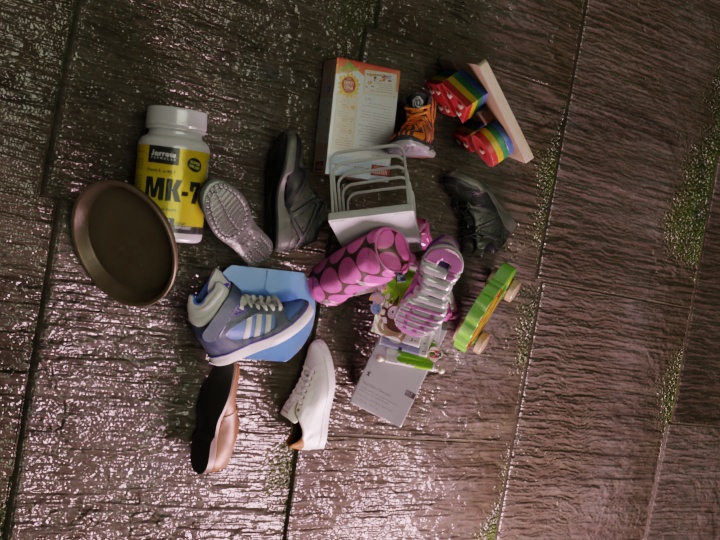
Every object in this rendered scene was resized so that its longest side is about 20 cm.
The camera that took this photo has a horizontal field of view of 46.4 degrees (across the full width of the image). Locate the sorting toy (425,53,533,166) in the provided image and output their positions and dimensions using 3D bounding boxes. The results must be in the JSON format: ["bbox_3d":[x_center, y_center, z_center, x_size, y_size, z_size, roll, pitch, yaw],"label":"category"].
[{"bbox_3d":[0.208,-0.287,1.544,0.069,0.199,0.202,-33,112,-4],"label":"sorting toy"}]

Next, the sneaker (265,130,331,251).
[{"bbox_3d":[-0.102,-0.137,1.445,0.112,0.076,0.204,-5,102,-30],"label":"sneaker"}]

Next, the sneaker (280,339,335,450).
[{"bbox_3d":[-0.097,0.226,1.503,0.083,0.072,0.204,0,98,-31],"label":"sneaker"}]

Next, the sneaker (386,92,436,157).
[{"bbox_3d":[0.091,-0.263,1.502,0.076,0.200,0.115,2,95,11],"label":"sneaker"}]

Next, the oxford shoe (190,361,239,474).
[{"bbox_3d":[-0.236,0.245,1.440,0.071,0.071,0.204,8,99,-47],"label":"oxford shoe"}]

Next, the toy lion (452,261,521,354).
[{"bbox_3d":[0.239,0.069,1.608,0.068,0.192,0.202,30,78,14],"label":"toy lion"}]

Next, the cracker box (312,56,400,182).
[{"bbox_3d":[-0.007,-0.265,1.498,0.132,0.057,0.204,5,94,-30],"label":"cracker box"}]

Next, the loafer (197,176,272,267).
[{"bbox_3d":[-0.212,-0.080,1.355,0.075,0.069,0.201,-44,143,-14],"label":"loafer"}]

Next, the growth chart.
[{"bbox_3d":[0.084,0.076,1.471,0.142,0.018,0.204,4,101,7],"label":"growth chart"}]

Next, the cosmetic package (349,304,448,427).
[{"bbox_3d":[0.071,0.166,1.537,0.111,0.081,0.203,24,102,4],"label":"cosmetic package"}]

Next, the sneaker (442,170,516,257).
[{"bbox_3d":[0.216,-0.101,1.634,0.199,0.076,0.115,44,69,-32],"label":"sneaker"}]

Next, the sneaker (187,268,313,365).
[{"bbox_3d":[-0.187,0.054,1.384,0.197,0.081,0.149,-26,113,-11],"label":"sneaker"}]

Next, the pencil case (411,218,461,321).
[{"bbox_3d":[0.120,0.002,1.575,0.090,0.093,0.203,-33,111,-27],"label":"pencil case"}]

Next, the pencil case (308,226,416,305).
[{"bbox_3d":[0.000,0.000,1.420,0.093,0.199,0.093,10,68,-38],"label":"pencil case"}]

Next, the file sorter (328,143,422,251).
[{"bbox_3d":[0.025,-0.115,1.427,0.136,0.200,0.127,-6,73,7],"label":"file sorter"}]

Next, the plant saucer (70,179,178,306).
[{"bbox_3d":[-0.355,-0.043,1.276,0.029,0.197,0.204,-41,119,-57],"label":"plant saucer"}]

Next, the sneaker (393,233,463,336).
[{"bbox_3d":[0.118,0.021,1.411,0.079,0.089,0.202,20,125,-5],"label":"sneaker"}]

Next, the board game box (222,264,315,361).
[{"bbox_3d":[-0.177,0.073,1.460,0.196,0.039,0.161,6,98,-24],"label":"board game box"}]

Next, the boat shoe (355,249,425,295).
[{"bbox_3d":[0.058,0.023,1.510,0.070,0.197,0.071,67,23,-15],"label":"boat shoe"}]

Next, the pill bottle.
[{"bbox_3d":[-0.296,-0.150,1.319,0.112,0.114,0.204,3,95,-29],"label":"pill bottle"}]
